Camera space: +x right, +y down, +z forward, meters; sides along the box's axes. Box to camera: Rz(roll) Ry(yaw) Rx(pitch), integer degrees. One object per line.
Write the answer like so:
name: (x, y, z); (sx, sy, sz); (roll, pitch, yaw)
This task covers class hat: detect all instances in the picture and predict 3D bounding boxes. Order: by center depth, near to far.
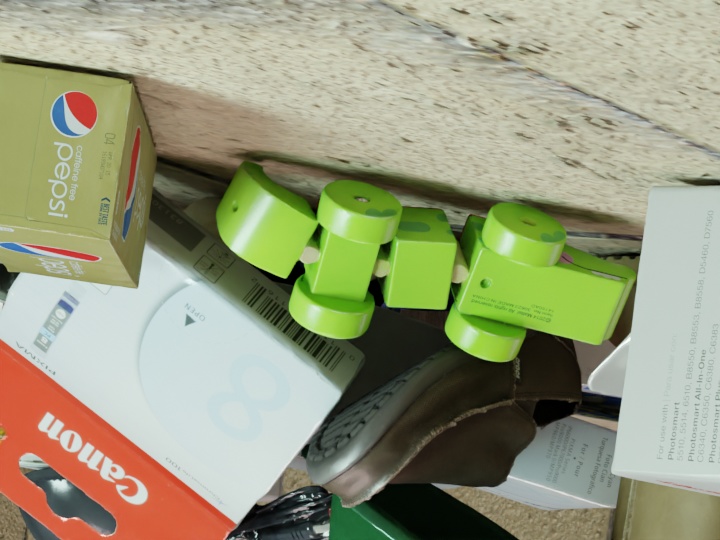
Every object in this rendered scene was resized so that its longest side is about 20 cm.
hat: (0.008, 0.204, 1.441); (0.200, 0.177, 0.166); (26, -170, -44)

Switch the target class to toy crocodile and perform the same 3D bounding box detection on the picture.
toy crocodile: (0.031, -0.006, 1.336); (0.199, 0.068, 0.062); (9, -153, -13)

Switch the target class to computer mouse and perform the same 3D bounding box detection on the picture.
computer mouse: (-0.112, 0.147, 1.636); (0.138, 0.053, 0.199); (-10, 165, 40)

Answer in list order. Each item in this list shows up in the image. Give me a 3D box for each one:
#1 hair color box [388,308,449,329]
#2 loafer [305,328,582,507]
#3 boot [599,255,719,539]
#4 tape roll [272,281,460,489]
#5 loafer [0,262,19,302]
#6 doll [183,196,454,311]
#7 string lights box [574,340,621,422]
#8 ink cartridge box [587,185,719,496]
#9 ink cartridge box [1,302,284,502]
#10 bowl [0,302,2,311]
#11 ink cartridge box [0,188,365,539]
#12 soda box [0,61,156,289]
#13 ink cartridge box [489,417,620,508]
hair color box: (0.044, 0.035, 1.686); (0.099, 0.061, 0.200); (10, 174, -11)
loafer: (0.053, 0.071, 1.380); (0.073, 0.071, 0.200); (-33, 177, 42)
boot: (0.144, 0.094, 1.445); (0.066, 0.201, 0.175); (10, 174, -19)
tape roll: (-0.033, 0.060, 1.527); (0.199, 0.067, 0.200); (13, 167, 3)
loafer: (-0.173, -0.016, 1.474); (0.070, 0.070, 0.200); (6, 173, 25)
doll: (0.000, 0.000, 1.493); (0.199, 0.049, 0.136); (10, 172, -15)
string lights box: (0.149, 0.051, 1.693); (0.102, 0.059, 0.200); (9, 173, -7)
ink cartridge box: (0.205, 0.036, 1.188); (0.199, 0.126, 0.128); (2, 171, 44)
ink cartridge box: (-0.121, 0.053, 1.680); (0.084, 0.147, 0.200); (1, 171, 29)
bowl: (-0.214, 0.033, 1.867); (0.200, 0.095, 0.201); (9, 173, 1)
ink cartridge box: (-0.115, 0.069, 1.418); (0.160, 0.200, 0.047); (37, -152, 0)
soda box: (-0.127, -0.037, 1.242); (0.064, 0.068, 0.200); (8, 174, 0)
ink cartridge box: (0.157, 0.130, 1.700); (0.199, 0.048, 0.160); (20, 172, -7)
